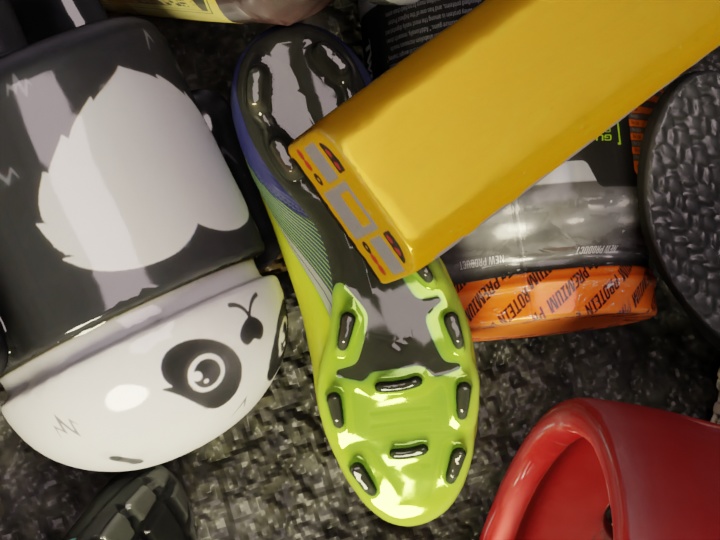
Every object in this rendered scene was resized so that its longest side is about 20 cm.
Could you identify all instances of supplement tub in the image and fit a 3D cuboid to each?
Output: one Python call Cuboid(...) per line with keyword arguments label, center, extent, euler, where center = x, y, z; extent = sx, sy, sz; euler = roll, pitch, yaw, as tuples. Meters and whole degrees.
Cuboid(label="supplement tub", center=(0.063, -0.075, 0.907), extent=(0.122, 0.123, 0.200), euler=(-4, 83, -13))

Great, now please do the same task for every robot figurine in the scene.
Cuboid(label="robot figurine", center=(-0.108, -0.021, 0.859), extent=(0.150, 0.125, 0.200), euler=(-25, 89, -7))

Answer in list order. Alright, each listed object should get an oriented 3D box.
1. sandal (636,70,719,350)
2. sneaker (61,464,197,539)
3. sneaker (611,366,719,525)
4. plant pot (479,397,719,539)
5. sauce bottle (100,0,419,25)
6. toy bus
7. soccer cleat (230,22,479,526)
Cuboid(label="sandal", center=(0.161, 0.010, 0.882), extent=(0.075, 0.048, 0.201), euler=(-38, 112, -14))
Cuboid(label="sneaker", center=(-0.135, 0.153, 0.855), extent=(0.200, 0.079, 0.075), euler=(-58, 138, -32))
Cuboid(label="sneaker", center=(0.158, 0.084, 0.933), extent=(0.115, 0.074, 0.200), euler=(-8, 86, -17))
Cuboid(label="plant pot", center=(0.141, 0.161, 0.804), extent=(0.182, 0.200, 0.201), euler=(14, 80, -11))
Cuboid(label="sauce bottle", center=(-0.047, -0.128, 0.849), extent=(0.066, 0.200, 0.066), euler=(-6, 99, -39))
Cuboid(label="toy bus", center=(0.070, -0.078, 0.805), extent=(0.200, 0.078, 0.065), euler=(-37, 92, -15))
Cuboid(label="soccer cleat", center=(0.001, -0.001, 0.864), extent=(0.065, 0.084, 0.201), euler=(-17, 92, 0))
